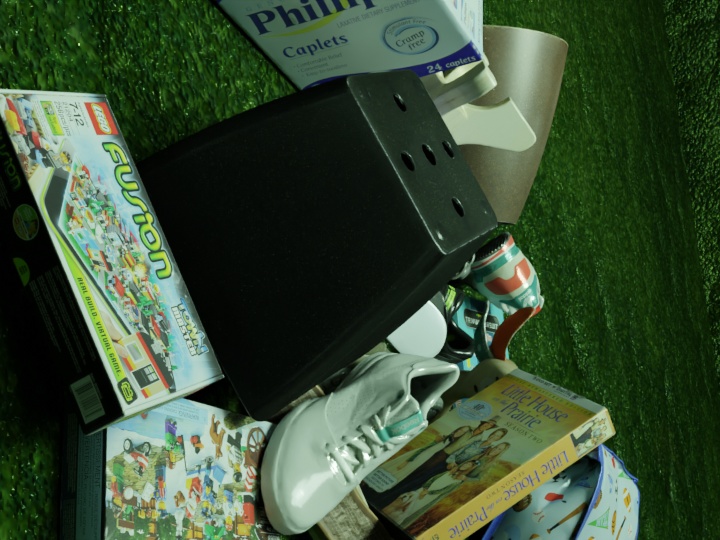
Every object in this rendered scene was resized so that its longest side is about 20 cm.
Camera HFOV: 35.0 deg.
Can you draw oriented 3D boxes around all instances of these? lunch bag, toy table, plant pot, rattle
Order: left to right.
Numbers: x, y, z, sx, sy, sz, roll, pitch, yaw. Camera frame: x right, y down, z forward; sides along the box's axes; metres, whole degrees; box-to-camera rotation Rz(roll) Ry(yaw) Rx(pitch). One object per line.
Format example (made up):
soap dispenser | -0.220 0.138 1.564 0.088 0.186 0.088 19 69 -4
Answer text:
plant pot | -0.017 -0.039 0.840 0.202 0.176 0.199 61 27 2
toy table | 0.077 -0.172 1.127 0.184 0.116 0.201 51 13 -24
rattle | 0.088 0.131 1.080 0.141 0.130 0.203 0 120 -32
plant pot | 0.136 -0.156 1.293 0.186 0.184 0.204 5 89 -63
lunch bag | 0.227 0.289 1.259 0.202 0.123 0.170 -57 141 -8

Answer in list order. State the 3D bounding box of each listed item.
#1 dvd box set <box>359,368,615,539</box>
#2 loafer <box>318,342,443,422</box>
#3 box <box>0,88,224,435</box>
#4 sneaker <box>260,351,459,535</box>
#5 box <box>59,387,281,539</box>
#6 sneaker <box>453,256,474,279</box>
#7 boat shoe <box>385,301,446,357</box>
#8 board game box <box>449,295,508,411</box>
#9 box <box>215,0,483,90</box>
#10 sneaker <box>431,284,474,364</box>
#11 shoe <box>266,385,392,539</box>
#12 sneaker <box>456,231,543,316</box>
dvd box set | 0.098 0.160 0.972 0.198 0.146 0.030 -30 110 -17
loafer | 0.000 0.103 1.011 0.070 0.075 0.199 56 15 28
box | -0.162 -0.011 0.697 0.110 0.034 0.203 -16 81 -65
sneaker | 0.005 0.119 0.856 0.200 0.087 0.076 -44 116 -44
box | -0.118 0.158 0.759 0.199 0.037 0.139 28 54 -58
sneaker | 0.091 -0.035 1.145 0.083 0.076 0.200 56 -2 6
boat shoe | 0.000 0.000 1.042 0.072 0.068 0.200 -47 109 -9
board game box | 0.124 0.135 1.261 0.150 0.046 0.204 16 65 -62
box | -0.011 -0.254 0.994 0.200 0.181 0.107 40 46 -51
sneaker | 0.059 0.019 1.135 0.201 0.081 0.071 60 31 -32
shoe | -0.038 0.165 0.918 0.069 0.053 0.203 -32 106 -26
sneaker | 0.157 0.016 1.275 0.094 0.070 0.200 56 -2 2
